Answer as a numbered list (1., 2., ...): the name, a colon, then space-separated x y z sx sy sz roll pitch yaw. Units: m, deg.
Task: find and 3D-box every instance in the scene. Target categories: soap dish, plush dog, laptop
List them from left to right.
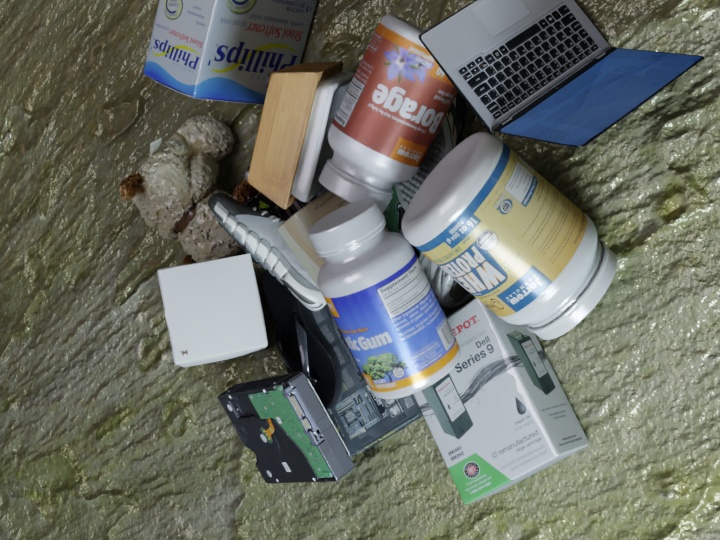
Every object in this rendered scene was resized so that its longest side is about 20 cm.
1. plush dog: -0.227 -0.086 1.610 0.172 0.160 0.200 39 118 3
2. soap dish: -0.069 -0.168 1.388 0.081 0.200 0.158 15 105 3
3. laptop: 0.202 -0.228 1.202 0.200 0.187 0.116 53 157 4

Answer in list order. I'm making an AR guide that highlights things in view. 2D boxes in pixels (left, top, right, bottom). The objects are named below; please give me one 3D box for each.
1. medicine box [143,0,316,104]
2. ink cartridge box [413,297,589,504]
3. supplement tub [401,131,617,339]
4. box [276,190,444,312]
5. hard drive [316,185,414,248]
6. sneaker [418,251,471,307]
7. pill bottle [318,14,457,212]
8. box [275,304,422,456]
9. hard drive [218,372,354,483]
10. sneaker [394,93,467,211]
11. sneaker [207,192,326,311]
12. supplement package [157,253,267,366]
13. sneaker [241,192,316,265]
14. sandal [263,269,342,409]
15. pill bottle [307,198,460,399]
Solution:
1. medicine box: -0.158 -0.323 1.500 0.103 0.182 0.201 27 109 34
2. ink cartridge box: 0.148 0.146 1.359 0.146 0.084 0.200 -36 71 33
3. supplement tub: 0.159 -0.034 1.254 0.200 0.145 0.145 39 122 -12
4. box: 0.000 0.000 1.397 0.200 0.095 0.078 54 157 -3
5. hard drive: 0.009 -0.127 1.477 0.139 0.038 0.201 6 96 37
6. sneaker: 0.108 -0.062 1.383 0.099 0.078 0.201 34 111 36
7. pill bottle: 0.033 -0.171 1.305 0.112 0.112 0.200 35 106 31
8. box: -0.006 0.118 1.498 0.158 0.051 0.200 -37 72 33
9. hard drive: -0.098 0.205 1.512 0.200 0.038 0.140 -19 102 59
10. sneaker: 0.086 -0.160 1.381 0.078 0.079 0.201 -4 83 33
11. sneaker: -0.088 -0.052 1.473 0.200 0.075 0.116 43 84 8
12. supplement package: -0.189 0.055 1.527 0.119 0.200 0.122 -10 86 -6
13. sneaker: -0.105 -0.092 1.535 0.074 0.087 0.201 27 109 33
14. sandal: -0.084 0.086 1.496 0.076 0.043 0.201 -33 74 36
15. pill bottle: 0.021 0.028 1.277 0.112 0.112 0.200 -16 108 37
